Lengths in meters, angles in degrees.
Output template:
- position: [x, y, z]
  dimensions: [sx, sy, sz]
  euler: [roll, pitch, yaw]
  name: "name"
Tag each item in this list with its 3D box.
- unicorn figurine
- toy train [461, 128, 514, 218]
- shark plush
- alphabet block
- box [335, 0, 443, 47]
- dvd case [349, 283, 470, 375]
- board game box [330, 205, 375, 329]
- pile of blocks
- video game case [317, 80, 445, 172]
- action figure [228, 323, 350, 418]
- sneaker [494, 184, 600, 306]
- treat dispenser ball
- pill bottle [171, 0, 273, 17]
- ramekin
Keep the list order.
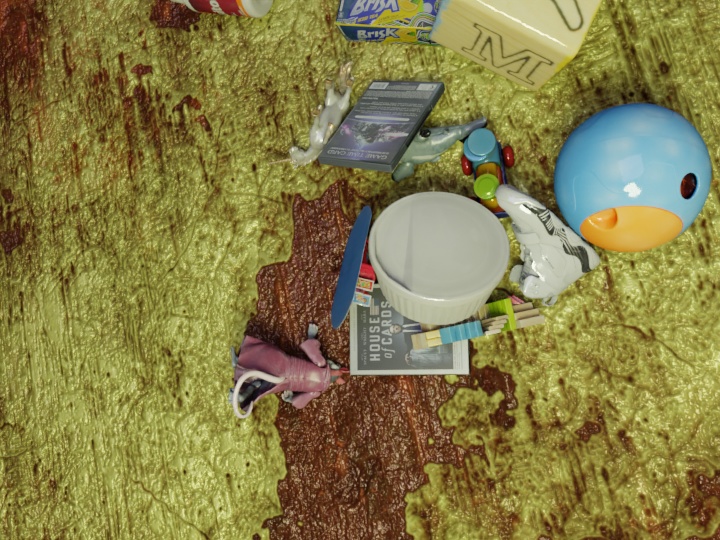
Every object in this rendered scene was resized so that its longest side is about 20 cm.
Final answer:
- position: [-0.065, -0.253, 1.072]
  dimensions: [0.074, 0.137, 0.200]
  euler: [41, 75, 2]
  name: "unicorn figurine"
- position: [0.201, -0.110, 0.957]
  dimensions: [0.084, 0.116, 0.203]
  euler: [-9, 79, 17]
  name: "toy train"
- position: [0.107, -0.203, 1.017]
  dimensions: [0.197, 0.083, 0.092]
  euler: [0, 82, 18]
  name: "shark plush"
- position: [0.238, -0.413, 0.918]
  dimensions: [0.198, 0.196, 0.197]
  euler: [27, 92, -2]
  name: "alphabet block"
- position: [0.061, -0.437, 1.076]
  dimensions: [0.198, 0.064, 0.071]
  euler: [11, 85, 20]
  name: "box"
- position: [0.078, 0.094, 1.017]
  dimensions: [0.197, 0.025, 0.152]
  euler: [-3, 81, 17]
  name: "dvd case"
- position: [0.000, 0.000, 0.996]
  dimensions: [0.038, 0.158, 0.202]
  euler: [16, 74, -11]
  name: "board game box"
- position: [0.171, 0.069, 0.938]
  dimensions: [0.197, 0.082, 0.063]
  euler: [-13, 83, 1]
  name: "pile of blocks"
- position: [0.035, -0.241, 1.017]
  dimensions: [0.142, 0.019, 0.201]
  euler: [12, 58, 33]
  name: "video game case"
- position: [-0.109, 0.160, 1.004]
  dimensions: [0.197, 0.149, 0.136]
  euler: [5, 93, -14]
  name: "action figure"
- position: [0.251, -0.032, 0.917]
  dimensions: [0.199, 0.075, 0.115]
  euler: [35, 102, -19]
  name: "sneaker"
- position: [0.370, -0.126, 0.859]
  dimensions: [0.198, 0.201, 0.204]
  euler: [-3, 81, 17]
  name: "treat dispenser ball"
- position: [-0.270, -0.543, 1.174]
  dimensions: [0.198, 0.113, 0.114]
  euler: [14, 87, 20]
  name: "pill bottle"
- position: [0.111, -0.013, 0.914]
  dimensions: [0.200, 0.095, 0.204]
  euler: [-1, 54, 1]
  name: "ramekin"
